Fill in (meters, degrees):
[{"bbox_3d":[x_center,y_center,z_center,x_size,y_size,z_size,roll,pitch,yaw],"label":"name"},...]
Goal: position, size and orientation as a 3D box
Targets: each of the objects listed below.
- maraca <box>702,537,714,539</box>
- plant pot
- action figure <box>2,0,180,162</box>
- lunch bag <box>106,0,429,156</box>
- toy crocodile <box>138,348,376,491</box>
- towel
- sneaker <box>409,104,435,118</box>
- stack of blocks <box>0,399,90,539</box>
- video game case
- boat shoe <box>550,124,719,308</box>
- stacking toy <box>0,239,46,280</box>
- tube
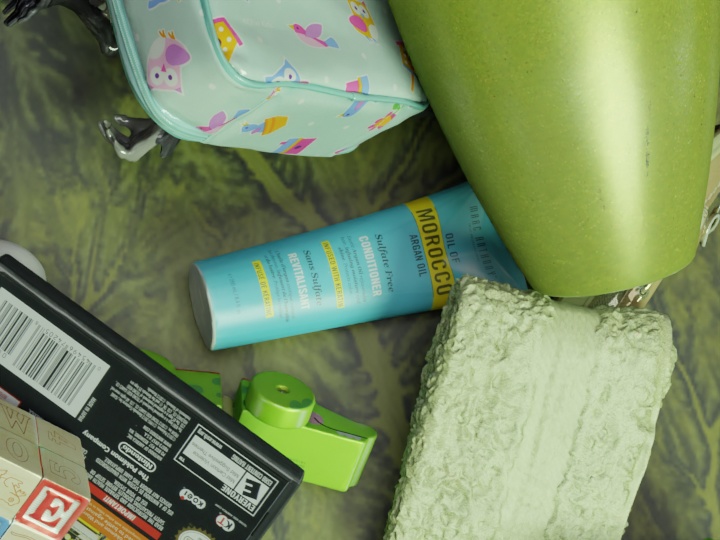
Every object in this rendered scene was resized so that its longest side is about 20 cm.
[{"bbox_3d":[0.158,0.234,0.950,0.199,0.107,0.138,-36,124,-17],"label":"maraca"},{"bbox_3d":[0.115,-0.095,0.913,0.185,0.187,0.203,-16,103,-13],"label":"plant pot"},{"bbox_3d":[-0.114,-0.132,0.973,0.199,0.102,0.120,31,38,-42],"label":"action figure"},{"bbox_3d":[-0.050,-0.147,0.912,0.199,0.077,0.162,-1,67,-55],"label":"lunch bag"},{"bbox_3d":[-0.089,0.081,0.961,0.197,0.062,0.068,12,116,-10],"label":"toy crocodile"},{"bbox_3d":[0.091,0.109,0.971,0.146,0.036,0.203,11,101,-14],"label":"towel"},{"bbox_3d":[0.095,-0.110,1.021,0.198,0.075,0.080,-13,84,-12],"label":"sneaker"},{"bbox_3d":[-0.247,0.099,0.836,0.199,0.059,0.116,31,106,-28],"label":"stack of blocks"},{"bbox_3d":[-0.160,0.122,0.916,0.199,0.026,0.182,36,102,-3],"label":"video game case"},{"bbox_3d":[0.164,-0.001,1.018,0.063,0.073,0.201,43,78,-8],"label":"boat shoe"},{"bbox_3d":[-0.266,0.006,0.922,0.198,0.146,0.148,-4,80,-30],"label":"stacking toy"},{"bbox_3d":[0.000,0.000,1.001,0.198,0.050,0.078,-13,90,-18],"label":"tube"}]
